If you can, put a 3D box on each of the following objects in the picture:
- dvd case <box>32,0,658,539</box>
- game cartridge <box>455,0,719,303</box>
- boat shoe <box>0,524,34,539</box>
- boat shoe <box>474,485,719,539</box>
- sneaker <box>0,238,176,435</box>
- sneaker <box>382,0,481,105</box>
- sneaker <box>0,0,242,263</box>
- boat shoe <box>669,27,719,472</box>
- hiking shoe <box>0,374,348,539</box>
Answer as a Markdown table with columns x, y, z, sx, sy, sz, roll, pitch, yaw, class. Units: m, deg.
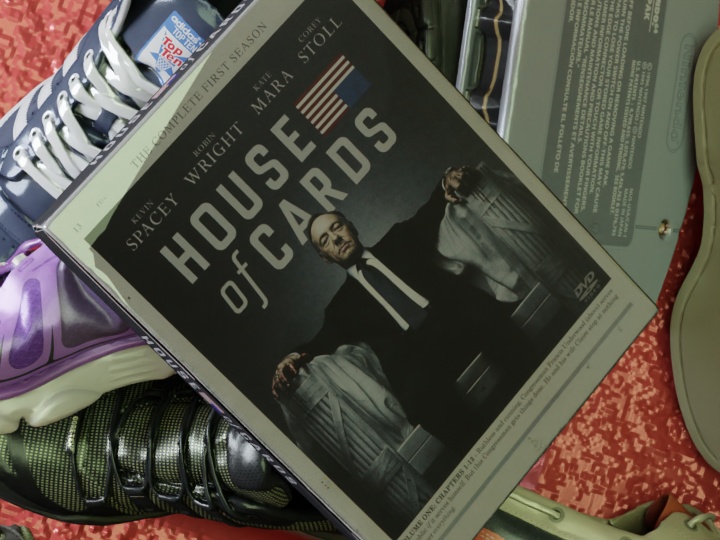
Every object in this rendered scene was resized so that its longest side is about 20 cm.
| x | y | z | sx | sy | sz | roll | pitch | yaw | class |
| --- | --- | --- | --- | --- | --- | --- | --- | --- | --- |
| 0.000 | 0.000 | 0.735 | 0.200 | 0.025 | 0.150 | 46 | 75 | -15 | dvd case |
| 0.095 | -0.079 | 0.822 | 0.133 | 0.040 | 0.201 | 5 | 96 | -41 | game cartridge |
| -0.148 | 0.132 | 0.784 | 0.200 | 0.072 | 0.066 | 30 | 71 | -9 | boat shoe |
| 0.120 | 0.125 | 0.839 | 0.199 | 0.071 | 0.063 | 10 | 82 | -7 | boat shoe |
| -0.109 | 0.002 | 0.752 | 0.199 | 0.081 | 0.084 | -13 | 120 | -15 | sneaker |
| 0.053 | -0.116 | 0.838 | 0.090 | 0.076 | 0.201 | 4 | 90 | -21 | sneaker |
| -0.097 | -0.060 | 0.781 | 0.070 | 0.108 | 0.200 | 40 | 82 | -9 | sneaker |
| 0.181 | -0.009 | 0.855 | 0.063 | 0.072 | 0.201 | -13 | 107 | -49 | boat shoe |
| -0.062 | 0.064 | 0.782 | 0.199 | 0.101 | 0.076 | 7 | 74 | -13 | hiking shoe |
